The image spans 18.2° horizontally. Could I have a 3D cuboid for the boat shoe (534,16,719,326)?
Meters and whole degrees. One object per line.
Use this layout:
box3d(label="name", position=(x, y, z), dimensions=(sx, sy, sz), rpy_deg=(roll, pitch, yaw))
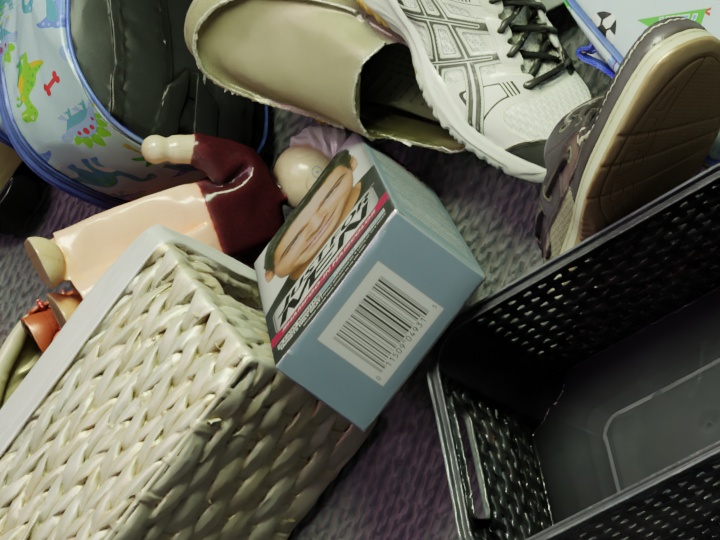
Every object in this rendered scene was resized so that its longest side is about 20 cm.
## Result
box3d(label="boat shoe", position=(0.120, -0.052, 1.080), dimensions=(0.065, 0.072, 0.201), rpy_deg=(58, 155, 30))

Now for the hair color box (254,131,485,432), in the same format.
box3d(label="hair color box", position=(0.000, 0.000, 1.171), dimensions=(0.099, 0.061, 0.200), rpy_deg=(-52, 13, 8))

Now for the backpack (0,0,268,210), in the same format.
box3d(label="backpack", position=(-0.148, -0.134, 1.358), dimensions=(0.147, 0.182, 0.201), rpy_deg=(-29, 59, 37))

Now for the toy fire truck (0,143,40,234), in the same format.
box3d(label="toy fire truck", position=(-0.266, -0.147, 1.526), dimensions=(0.176, 0.128, 0.200), rpy_deg=(-54, 30, 5))

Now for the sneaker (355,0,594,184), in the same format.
box3d(label="sneaker", position=(0.063, -0.133, 1.154), dimensions=(0.200, 0.076, 0.088), rpy_deg=(48, 139, 10))

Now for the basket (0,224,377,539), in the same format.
box3d(label="basket", position=(-0.105, 0.101, 1.230), dimensions=(0.200, 0.135, 0.123), rpy_deg=(-51, 48, 9))

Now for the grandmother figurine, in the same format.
box3d(label="grandmother figurine", position=(-0.085, -0.024, 1.277), dimensions=(0.199, 0.122, 0.061), rpy_deg=(-27, 35, -14))

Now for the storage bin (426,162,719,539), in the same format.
box3d(label="storage bin", position=(0.142, 0.058, 1.053), dimensions=(0.199, 0.094, 0.136), rpy_deg=(-32, 51, 28))

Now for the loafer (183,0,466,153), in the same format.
box3d(label="loafer", position=(-0.004, -0.113, 1.220), dimensions=(0.199, 0.068, 0.076), rpy_deg=(12, 117, 8))

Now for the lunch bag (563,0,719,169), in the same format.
box3d(label="lunch bag", position=(0.191, -0.136, 1.124), dimensions=(0.160, 0.075, 0.200), rpy_deg=(-48, 45, 17))

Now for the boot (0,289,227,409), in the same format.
box3d(label="boot", position=(-0.141, 0.029, 1.319), dimensions=(0.075, 0.107, 0.201), rpy_deg=(34, 92, 48))

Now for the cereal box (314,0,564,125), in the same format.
box3d(label="cereal box", position=(0.027, -0.185, 1.241), dimensions=(0.199, 0.144, 0.040), rpy_deg=(-25, 16, 22))
